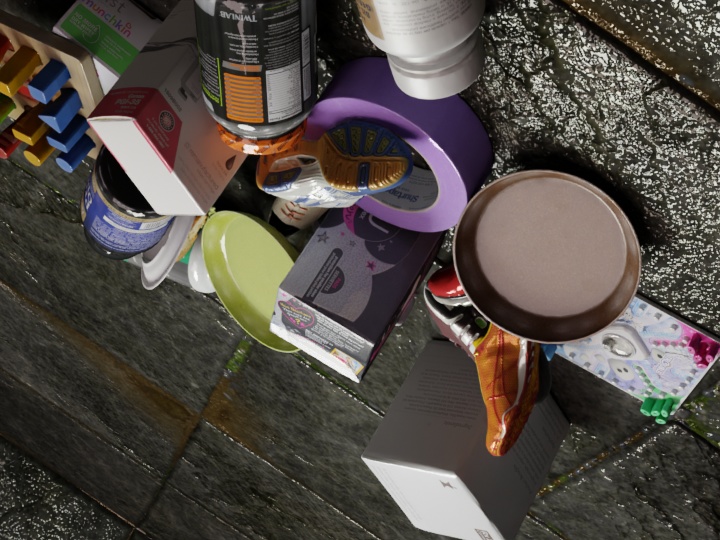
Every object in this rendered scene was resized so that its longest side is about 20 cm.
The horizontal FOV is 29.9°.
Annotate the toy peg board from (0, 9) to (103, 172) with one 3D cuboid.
[{"bbox_3d":[-0.404,-0.196,1.590,0.198,0.098,0.201,26,153,19],"label":"toy peg board"}]

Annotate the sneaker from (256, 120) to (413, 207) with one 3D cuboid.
[{"bbox_3d":[-0.014,-0.106,1.426,0.199,0.076,0.088,2,163,40],"label":"sneaker"}]

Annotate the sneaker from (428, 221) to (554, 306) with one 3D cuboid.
[{"bbox_3d":[0.142,-0.023,1.522,0.085,0.077,0.199,47,139,-15],"label":"sneaker"}]

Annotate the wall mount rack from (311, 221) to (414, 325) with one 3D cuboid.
[{"bbox_3d":[-0.029,0.023,1.771,0.173,0.075,0.200,35,153,-10],"label":"wall mount rack"}]

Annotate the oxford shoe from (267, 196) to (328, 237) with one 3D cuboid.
[{"bbox_3d":[-0.061,-0.087,1.620,0.071,0.074,0.200,35,153,-3],"label":"oxford shoe"}]

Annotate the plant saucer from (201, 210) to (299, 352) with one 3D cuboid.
[{"bbox_3d":[-0.121,0.009,1.692,0.199,0.031,0.201,30,138,32],"label":"plant saucer"}]

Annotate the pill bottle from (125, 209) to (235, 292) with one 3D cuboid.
[{"bbox_3d":[-0.231,-0.037,1.841,0.199,0.113,0.113,20,150,23],"label":"pill bottle"}]

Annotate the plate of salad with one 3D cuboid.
[{"bbox_3d":[-0.229,-0.069,1.713,0.048,0.202,0.200,19,158,-22],"label":"plate of salad"}]

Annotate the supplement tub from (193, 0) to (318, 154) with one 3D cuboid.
[{"bbox_3d":[-0.103,-0.224,1.359,0.122,0.123,0.201,22,138,20],"label":"supplement tub"}]

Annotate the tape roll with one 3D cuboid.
[{"bbox_3d":[0.040,-0.133,1.451,0.199,0.066,0.201,25,151,15],"label":"tape roll"}]

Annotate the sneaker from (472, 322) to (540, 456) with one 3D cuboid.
[{"bbox_3d":[0.167,0.115,1.572,0.077,0.202,0.073,10,-174,27],"label":"sneaker"}]

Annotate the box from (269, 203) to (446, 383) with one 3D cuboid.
[{"bbox_3d":[0.000,0.000,1.557,0.132,0.201,0.115,30,151,6],"label":"box"}]

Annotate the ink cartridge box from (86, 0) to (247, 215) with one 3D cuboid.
[{"bbox_3d":[-0.181,-0.181,1.464,0.082,0.201,0.147,3,140,40],"label":"ink cartridge box"}]

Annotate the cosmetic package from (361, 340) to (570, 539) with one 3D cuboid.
[{"bbox_3d":[0.140,0.224,1.764,0.164,0.201,0.165,5,141,43],"label":"cosmetic package"}]

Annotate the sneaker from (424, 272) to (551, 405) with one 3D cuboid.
[{"bbox_3d":[0.152,0.084,1.662,0.200,0.076,0.116,50,170,4],"label":"sneaker"}]

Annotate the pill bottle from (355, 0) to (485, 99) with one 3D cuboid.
[{"bbox_3d":[0.050,-0.254,1.193,0.114,0.115,0.201,17,148,29],"label":"pill bottle"}]

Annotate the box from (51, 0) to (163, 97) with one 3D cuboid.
[{"bbox_3d":[-0.273,-0.222,1.611,0.200,0.097,0.176,39,154,-8],"label":"box"}]

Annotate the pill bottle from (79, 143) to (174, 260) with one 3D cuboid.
[{"bbox_3d":[-0.274,-0.084,1.607,0.112,0.112,0.200,36,153,-5],"label":"pill bottle"}]

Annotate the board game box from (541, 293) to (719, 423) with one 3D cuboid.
[{"bbox_3d":[0.299,0.088,1.567,0.199,0.026,0.200,29,152,9],"label":"board game box"}]

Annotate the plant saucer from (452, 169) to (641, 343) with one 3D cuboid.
[{"bbox_3d":[0.197,-0.019,1.420,0.199,0.035,0.202,9,119,15],"label":"plant saucer"}]
